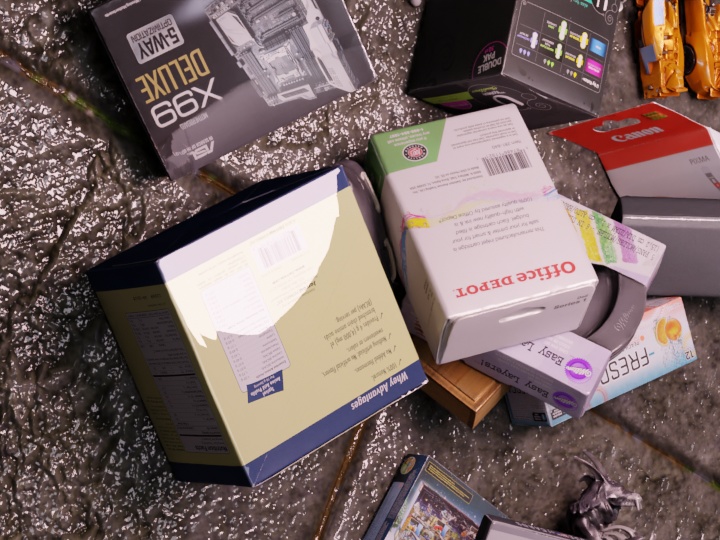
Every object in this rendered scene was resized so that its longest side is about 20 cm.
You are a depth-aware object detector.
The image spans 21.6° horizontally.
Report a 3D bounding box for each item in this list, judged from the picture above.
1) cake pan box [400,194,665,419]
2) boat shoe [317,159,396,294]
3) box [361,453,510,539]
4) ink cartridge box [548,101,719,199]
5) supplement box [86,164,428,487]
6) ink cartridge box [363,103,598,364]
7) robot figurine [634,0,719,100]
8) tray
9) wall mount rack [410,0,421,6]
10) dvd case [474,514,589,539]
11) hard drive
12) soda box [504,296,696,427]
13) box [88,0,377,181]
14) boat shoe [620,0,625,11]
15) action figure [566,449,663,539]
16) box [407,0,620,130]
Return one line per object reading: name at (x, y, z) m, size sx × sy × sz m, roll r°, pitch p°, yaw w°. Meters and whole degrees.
cake pan box at (0.160, 0.016, 1.721) m, size 0.199 × 0.052 × 0.185 m, roll 27°, pitch 62°, yaw 12°
boat shoe at (0.000, 0.000, 1.684) m, size 0.060 × 0.073 × 0.202 m, roll -37°, pitch 113°, yaw -48°
box at (0.090, 0.280, 1.742) m, size 0.200 × 0.038 × 0.137 m, roll 40°, pitch 68°, yaw -25°
ink cartridge box at (0.301, -0.093, 1.826) m, size 0.199 × 0.162 × 0.051 m, roll 20°, pitch 73°, yaw -30°
supplement box at (-0.085, 0.047, 1.585) m, size 0.199 × 0.134 × 0.202 m, roll -28°, pitch 102°, yaw -31°
ink cartridge box at (0.102, -0.033, 1.666) m, size 0.143 × 0.084 × 0.201 m, roll -13°, pitch 60°, yaw -15°
robot figurine at (0.329, -0.275, 1.916) m, size 0.144 × 0.058 × 0.203 m, roll -3°, pitch 90°, yaw -34°
tray at (0.129, 0.044, 1.751) m, size 0.098 × 0.037 × 0.200 m, roll 37°, pitch 63°, yaw 18°
wall mount rack at (-0.016, -0.280, 1.690) m, size 0.200 × 0.074 × 0.174 m, roll -45°, pitch 108°, yaw -25°
dvd case at (0.145, 0.331, 1.718) m, size 0.149 × 0.025 × 0.202 m, roll 17°, pitch 98°, yaw -23°
hard drive at (0.330, -0.021, 1.817) m, size 0.198 × 0.140 × 0.033 m, roll 2°, pitch 59°, yaw -6°
soda box at (0.230, 0.087, 1.829) m, size 0.199 × 0.063 × 0.069 m, roll -20°, pitch 98°, yaw -31°
box at (-0.107, -0.190, 1.590) m, size 0.198 × 0.050 × 0.159 m, roll -26°, pitch 102°, yaw -5°
boat shoe at (0.228, -0.274, 1.843) m, size 0.067 × 0.074 × 0.201 m, roll 17°, pitch 69°, yaw -16°
action figure at (0.248, 0.273, 1.802) m, size 0.119 × 0.101 × 0.203 m, roll -18°, pitch 105°, yaw -75°
box at (0.149, -0.245, 1.745) m, size 0.123 × 0.148 × 0.202 m, roll 19°, pitch 78°, yaw -32°
